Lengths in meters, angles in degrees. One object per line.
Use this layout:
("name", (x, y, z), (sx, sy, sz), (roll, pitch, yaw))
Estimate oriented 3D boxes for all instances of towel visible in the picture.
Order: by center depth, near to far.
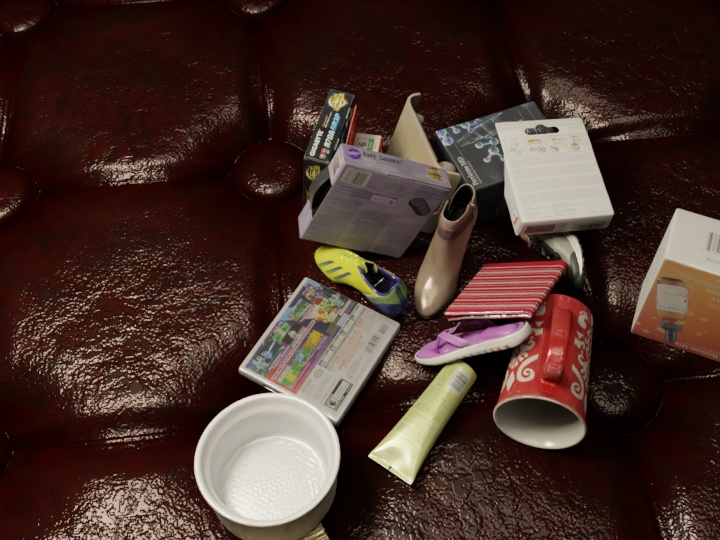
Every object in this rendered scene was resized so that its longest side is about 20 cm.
("towel", (0.230, 0.031, 1.451), (0.144, 0.023, 0.200), (-3, 21, 30))

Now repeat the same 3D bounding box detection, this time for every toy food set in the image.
("toy food set", (0.107, -0.186, 1.614), (0.060, 0.144, 0.201), (-2, 52, -23))

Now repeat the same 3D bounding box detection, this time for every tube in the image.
("tube", (0.098, 0.219, 1.387), (0.200, 0.052, 0.058), (-50, 24, -25))

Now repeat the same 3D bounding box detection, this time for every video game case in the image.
("video game case", (-0.062, 0.123, 1.466), (0.181, 0.023, 0.200), (26, 59, 17))

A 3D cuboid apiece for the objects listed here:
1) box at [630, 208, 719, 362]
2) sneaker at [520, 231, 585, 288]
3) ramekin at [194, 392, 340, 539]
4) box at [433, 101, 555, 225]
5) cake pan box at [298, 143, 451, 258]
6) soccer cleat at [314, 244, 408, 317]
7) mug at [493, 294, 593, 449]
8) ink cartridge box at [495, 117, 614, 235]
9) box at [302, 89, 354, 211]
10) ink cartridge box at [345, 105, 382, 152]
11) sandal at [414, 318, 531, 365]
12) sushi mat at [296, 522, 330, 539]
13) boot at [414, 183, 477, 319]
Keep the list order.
("box", (0.520, 0.026, 1.428), (0.151, 0.201, 0.107), (18, 55, 12))
("sneaker", (0.319, -0.043, 1.563), (0.079, 0.074, 0.201), (-20, 50, -3))
("ramekin", (-0.125, 0.281, 1.300), (0.199, 0.098, 0.202), (-1, 51, 1))
("box", (0.245, -0.186, 1.635), (0.199, 0.107, 0.149), (-19, 57, -13))
("cake pan box", (0.016, -0.106, 1.493), (0.199, 0.185, 0.053), (10, 47, -23))
("soccer cleat", (0.001, 0.000, 1.509), (0.065, 0.084, 0.200), (-41, 54, -22))
("mug", (0.292, 0.136, 1.375), (0.133, 0.178, 0.201), (30, 51, -12))
("ink cartridge box", (0.313, -0.157, 1.548), (0.161, 0.050, 0.201), (-5, 59, -9))
("box", (-0.055, -0.176, 1.568), (0.046, 0.201, 0.160), (14, 56, 5))
("ink cartridge box", (0.006, -0.166, 1.561), (0.050, 0.201, 0.110), (8, 55, 6))
("sandal", (0.166, 0.096, 1.409), (0.202, 0.050, 0.082), (-17, 12, 36))
("sushi mat", (-0.120, 0.425, 1.257), (0.199, 0.012, 0.096), (-23, 57, -16))
("boot", (0.137, -0.039, 1.505), (0.070, 0.147, 0.201), (17, 57, 9))
